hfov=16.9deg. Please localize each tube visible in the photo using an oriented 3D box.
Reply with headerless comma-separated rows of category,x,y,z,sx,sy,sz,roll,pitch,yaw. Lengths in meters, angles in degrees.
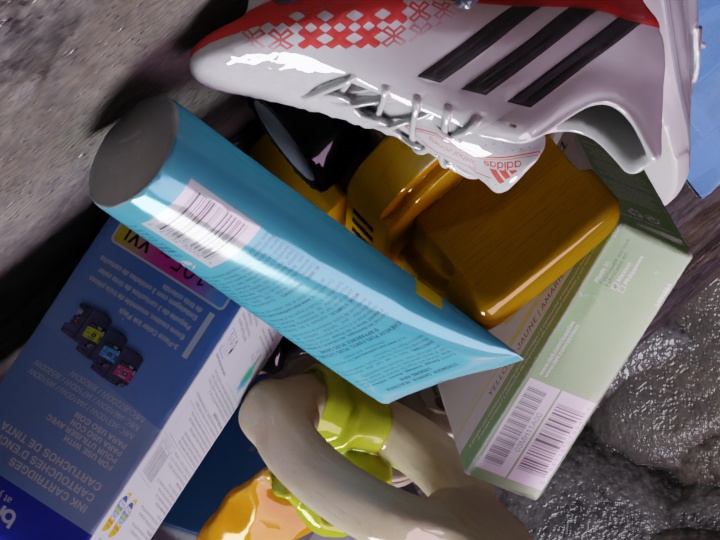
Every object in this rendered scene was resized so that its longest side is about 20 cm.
tube,-0.024,0.002,0.998,0.077,0.200,0.051,-15,-130,40

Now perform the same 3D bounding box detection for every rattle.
rattle,0.012,0.146,1.138,0.143,0.200,0.130,-52,158,4

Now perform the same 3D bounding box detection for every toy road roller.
toy road roller,0.036,-0.040,1.094,0.123,0.146,0.200,-37,169,-9

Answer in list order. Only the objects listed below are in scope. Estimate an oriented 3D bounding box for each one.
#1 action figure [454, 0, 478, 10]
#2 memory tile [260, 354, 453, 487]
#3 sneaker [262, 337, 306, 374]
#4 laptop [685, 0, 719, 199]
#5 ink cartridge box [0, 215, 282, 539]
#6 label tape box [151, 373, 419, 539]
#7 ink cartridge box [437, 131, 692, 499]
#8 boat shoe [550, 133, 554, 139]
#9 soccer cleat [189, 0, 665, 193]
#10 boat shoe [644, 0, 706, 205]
action figure,0.079,-0.155,0.910,0.193,0.105,0.200,-22,161,-30
memory tile,0.022,0.030,1.326,0.200,0.153,0.017,-33,152,-39
sneaker,0.000,0.000,1.277,0.199,0.082,0.071,-32,133,-34
laptop,0.224,-0.157,1.336,0.187,0.116,0.200,-40,169,0
ink cartridge box,-0.115,0.072,1.076,0.201,0.076,0.137,-59,172,-11
label tape box,-0.042,0.129,1.306,0.066,0.201,0.143,-6,-149,38
ink cartridge box,0.086,-0.003,1.180,0.146,0.048,0.200,-60,-158,22
boat shoe,0.053,-0.059,1.249,0.200,0.075,0.072,-56,176,-47
soccer cleat,0.032,-0.072,0.959,0.198,0.086,0.069,-3,168,-21
boat shoe,0.149,-0.118,1.261,0.068,0.072,0.201,-44,139,-23
